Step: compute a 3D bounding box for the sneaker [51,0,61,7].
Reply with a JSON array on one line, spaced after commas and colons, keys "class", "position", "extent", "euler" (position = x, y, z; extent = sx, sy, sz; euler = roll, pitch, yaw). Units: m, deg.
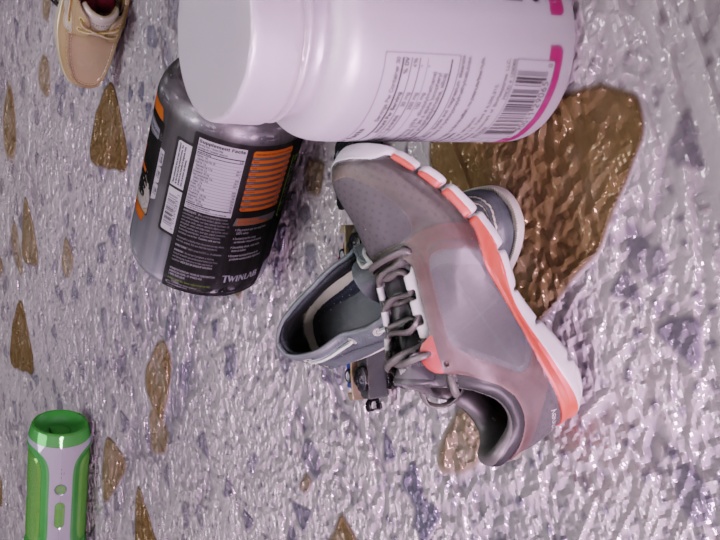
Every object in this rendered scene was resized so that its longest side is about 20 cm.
[{"class": "sneaker", "position": [-0.342, -0.376, 1.286], "extent": [0.090, 0.070, 0.201], "euler": [-39, 32, 9]}]

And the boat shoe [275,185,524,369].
[{"class": "boat shoe", "position": [0.020, 0.010, 0.690], "extent": [0.199, 0.061, 0.073], "euler": [-34, 71, 39]}]

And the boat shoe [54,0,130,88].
[{"class": "boat shoe", "position": [-0.294, -0.292, 1.194], "extent": [0.069, 0.073, 0.202], "euler": [51, 134, 51]}]

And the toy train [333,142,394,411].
[{"class": "toy train", "position": [0.000, 0.000, 0.779], "extent": [0.046, 0.034, 0.202], "euler": [-1, 92, 62]}]

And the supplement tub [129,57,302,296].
[{"class": "supplement tub", "position": [-0.114, -0.090, 0.873], "extent": [0.123, 0.121, 0.201], "euler": [54, 136, 41]}]

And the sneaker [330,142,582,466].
[{"class": "sneaker", "position": [0.041, 0.022, 0.588], "extent": [0.201, 0.082, 0.077], "euler": [51, 156, -5]}]

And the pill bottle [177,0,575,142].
[{"class": "pill bottle", "position": [0.009, -0.128, 0.590], "extent": [0.113, 0.198, 0.115], "euler": [9, 101, 58]}]

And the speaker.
[{"class": "speaker", "position": [-0.403, 0.291, 1.429], "extent": [0.088, 0.088, 0.202], "euler": [33, 121, 52]}]
